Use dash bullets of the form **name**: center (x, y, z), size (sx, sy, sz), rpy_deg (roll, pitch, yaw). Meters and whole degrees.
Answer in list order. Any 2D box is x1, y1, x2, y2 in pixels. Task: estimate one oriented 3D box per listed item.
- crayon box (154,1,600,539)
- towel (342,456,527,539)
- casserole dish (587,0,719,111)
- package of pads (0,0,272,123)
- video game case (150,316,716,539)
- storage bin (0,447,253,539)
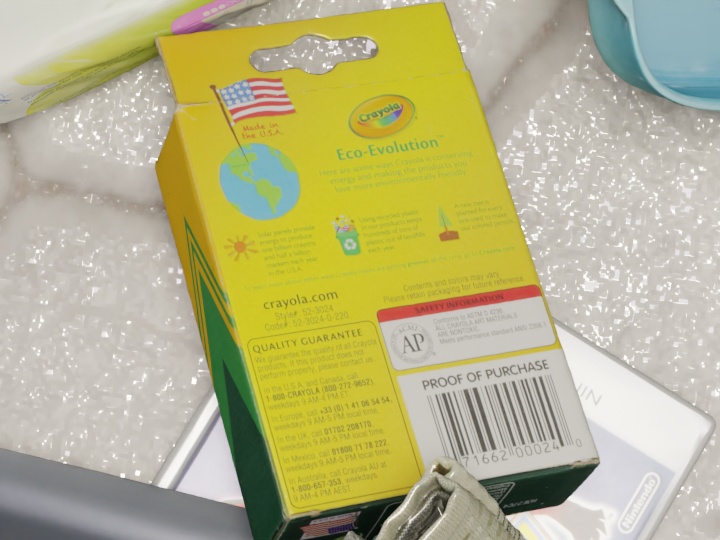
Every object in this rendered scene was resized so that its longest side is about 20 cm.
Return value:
- **crayon box**: center (0.000, 0.000, 0.915), size (0.126, 0.051, 0.201), rpy_deg (-8, 67, -19)
- **towel**: center (-0.003, 0.166, 0.849), size (0.034, 0.200, 0.193), rpy_deg (39, 84, 31)
- **casserole dish**: center (0.151, -0.122, 0.929), size (0.199, 0.039, 0.122), rpy_deg (-4, 92, -41)
- **package of pads**: center (-0.101, -0.158, 0.943), size (0.199, 0.068, 0.156), rpy_deg (-22, 84, 9)
- **video game case**: center (0.015, 0.097, 0.956), size (0.181, 0.023, 0.201), rpy_deg (31, 85, 2)
- **storage bin**: center (-0.115, 0.161, 0.882), size (0.198, 0.146, 0.135), rpy_deg (12, 107, 5)
